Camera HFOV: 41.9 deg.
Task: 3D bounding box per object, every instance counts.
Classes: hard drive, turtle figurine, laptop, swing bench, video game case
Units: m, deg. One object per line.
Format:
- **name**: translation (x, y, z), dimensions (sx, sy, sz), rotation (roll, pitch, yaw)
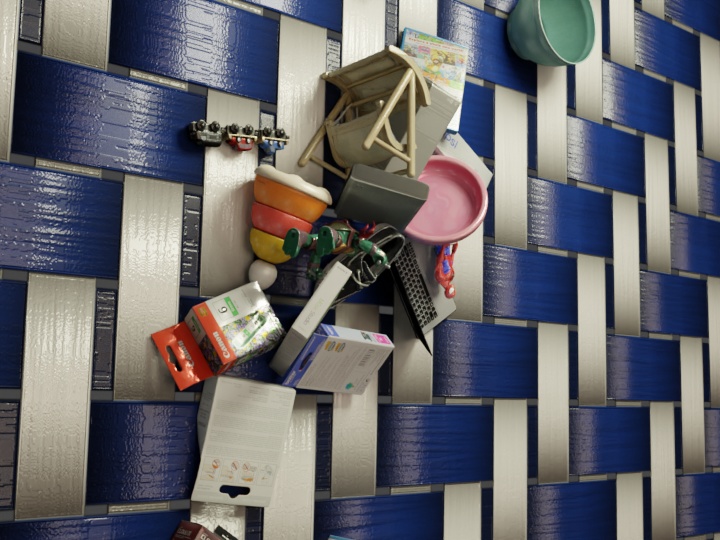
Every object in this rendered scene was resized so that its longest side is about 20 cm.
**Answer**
- **hard drive**: translation (0.034, -0.125, 1.662), dimensions (0.136, 0.200, 0.034), rotation (15, 75, -6)
- **turtle figurine**: translation (-0.040, -0.035, 1.596), dimensions (0.199, 0.147, 0.103), rotation (15, 57, -60)
- **laptop**: translation (0.128, 0.033, 1.804), dimensions (0.199, 0.115, 0.191), rotation (-33, 106, -37)
- **swing bench**: translation (0.013, -0.268, 1.686), dimensions (0.128, 0.197, 0.204), rotation (26, 71, -34)
- **video game case**: translation (0.138, -0.377, 1.861), dimensions (0.140, 0.018, 0.204), rotation (14, 66, -10)

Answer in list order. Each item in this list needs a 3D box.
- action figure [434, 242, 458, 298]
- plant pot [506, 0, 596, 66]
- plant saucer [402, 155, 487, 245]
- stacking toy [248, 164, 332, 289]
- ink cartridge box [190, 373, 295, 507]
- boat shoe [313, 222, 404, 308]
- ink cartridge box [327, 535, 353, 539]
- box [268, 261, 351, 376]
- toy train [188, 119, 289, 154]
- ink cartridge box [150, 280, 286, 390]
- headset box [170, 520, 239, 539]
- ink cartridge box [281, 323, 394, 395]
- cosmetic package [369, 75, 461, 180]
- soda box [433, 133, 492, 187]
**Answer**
- **action figure**: translation (0.167, -0.045, 1.864), dimensions (0.065, 0.051, 0.205), rotation (20, 64, -65)
- **plant pot**: translation (0.409, -0.542, 2.082), dimensions (0.197, 0.133, 0.206), rotation (5, 82, -39)
- **plant saucer**: translation (0.147, -0.129, 1.819), dimensions (0.202, 0.197, 0.051), rotation (-58, 162, -27)
- **stacking toy**: translation (-0.145, -0.065, 1.607), dimensions (0.144, 0.145, 0.204), rotation (21, 92, -35)
- **ink cartridge box**: translation (-0.201, 0.282, 1.562), dimensions (0.158, 0.047, 0.205), rotation (16, 86, -38)
- **boat shoe**: translation (0.000, 0.000, 1.690), dimensions (0.199, 0.068, 0.072), rotation (-41, 124, -7)
- **ink cartridge box**: translation (0.025, 0.583, 1.643), dimensions (0.199, 0.145, 0.148), rotation (41, 61, -29)
- **box**: translation (-0.086, 0.084, 1.574), dimensions (0.036, 0.200, 0.145), rotation (35, 61, -1)
- **toy train**: translation (-0.204, -0.226, 1.608), dimensions (0.197, 0.034, 0.047), rotation (-1, 90, -39)
- **ink cartridge box**: translation (-0.227, 0.103, 1.521), dimensions (0.198, 0.050, 0.110), rotation (-23, 75, -39)
- **headset box**: translation (-0.252, 0.502, 1.468), dimensions (0.149, 0.074, 0.202), rotation (44, 61, -28)
- **ink cartridge box**: translation (-0.043, 0.156, 1.646), dimensions (0.198, 0.042, 0.120), rotation (11, 120, -46)
- **cosmetic package**: translation (0.090, -0.259, 1.755), dimensions (0.089, 0.107, 0.202), rotation (25, 102, -35)
- **soda box**: translation (0.181, -0.230, 1.906), dimensions (0.200, 0.063, 0.069), rotation (45, 59, -27)
